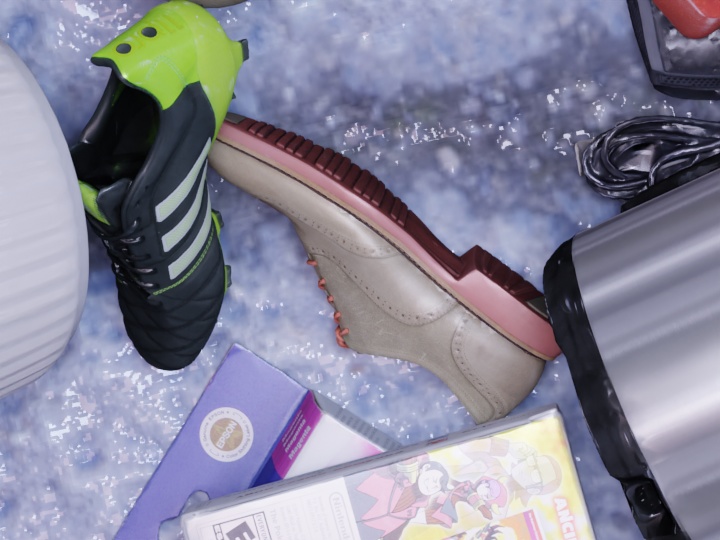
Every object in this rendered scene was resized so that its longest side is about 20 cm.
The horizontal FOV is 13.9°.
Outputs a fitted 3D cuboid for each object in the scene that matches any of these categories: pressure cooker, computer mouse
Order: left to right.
[{"bbox_3d":[0.156,-0.137,1.361,0.138,0.053,0.201,-9,106,5],"label":"computer mouse"},{"bbox_3d":[0.200,0.031,1.301,0.199,0.176,0.179,-25,101,14],"label":"pressure cooker"}]

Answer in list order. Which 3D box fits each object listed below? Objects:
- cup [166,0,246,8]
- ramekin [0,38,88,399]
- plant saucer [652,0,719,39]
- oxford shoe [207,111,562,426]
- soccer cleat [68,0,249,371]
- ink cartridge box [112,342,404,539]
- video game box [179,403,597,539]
[{"bbox_3d":[-0.061,-0.202,1.319,0.200,0.200,0.143,34,127,2],"label":"cup"},{"bbox_3d":[-0.207,-0.024,1.337,0.105,0.200,0.201,-17,93,-32],"label":"ramekin"},{"bbox_3d":[0.164,-0.208,1.252,0.199,0.037,0.200,-35,120,20],"label":"plant saucer"},{"bbox_3d":[0.000,0.000,1.377,0.200,0.070,0.075,35,103,3],"label":"oxford shoe"},{"bbox_3d":[-0.099,-0.032,1.346,0.067,0.081,0.201,34,135,31],"label":"soccer cleat"},{"bbox_3d":[-0.029,0.169,1.407,0.200,0.043,0.197,31,98,1],"label":"ink cartridge box"},{"bbox_3d":[0.031,0.180,1.359,0.181,0.047,0.201,-15,94,7],"label":"video game box"}]
